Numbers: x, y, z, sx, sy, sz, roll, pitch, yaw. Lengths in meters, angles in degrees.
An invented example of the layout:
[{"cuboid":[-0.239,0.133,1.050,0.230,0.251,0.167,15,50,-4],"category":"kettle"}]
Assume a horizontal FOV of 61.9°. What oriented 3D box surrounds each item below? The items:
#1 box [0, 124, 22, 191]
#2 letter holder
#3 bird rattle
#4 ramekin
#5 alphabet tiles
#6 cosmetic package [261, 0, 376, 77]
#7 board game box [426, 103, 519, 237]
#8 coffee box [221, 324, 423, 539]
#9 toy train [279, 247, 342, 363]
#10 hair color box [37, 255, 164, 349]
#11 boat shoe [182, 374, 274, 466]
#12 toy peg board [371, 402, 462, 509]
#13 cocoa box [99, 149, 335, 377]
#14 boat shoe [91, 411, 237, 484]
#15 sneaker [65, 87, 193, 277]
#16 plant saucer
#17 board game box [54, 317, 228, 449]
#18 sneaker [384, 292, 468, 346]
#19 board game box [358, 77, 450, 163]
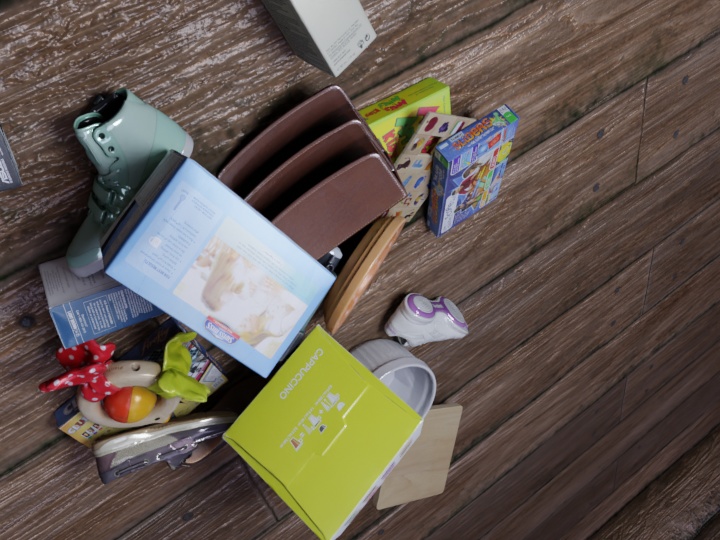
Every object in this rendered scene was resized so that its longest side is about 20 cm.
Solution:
[{"cuboid":[-0.418,-0.150,0.529,0.157,0.043,0.204,-22,130,-24],"category":"box"},{"cuboid":[-0.066,-0.108,0.745,0.198,0.102,0.142,-34,130,13],"category":"letter holder"},{"cuboid":[-0.292,0.152,0.752,0.196,0.114,0.165,-3,138,-32],"category":"bird rattle"},{"cuboid":[0.031,0.220,1.089,0.196,0.105,0.204,-20,131,-25],"category":"ramekin"},{"cuboid":[0.095,-0.145,0.895,0.165,0.008,0.201,-9,144,-48],"category":"alphabet tiles"},{"cuboid":[-0.072,-0.318,0.638,0.071,0.105,0.201,-43,137,-5],"category":"cosmetic package"},{"cuboid":[0.170,-0.149,0.939,0.134,0.035,0.201,-33,155,-15],"category":"board game box"},{"cuboid":[-0.045,0.237,0.868,0.200,0.199,0.198,-48,164,-12],"category":"coffee box"},{"cuboid":[-0.095,0.031,0.846,0.084,0.114,0.202,29,100,-33],"category":"toy train"},{"cuboid":[-0.266,0.008,0.716,0.196,0.100,0.062,-21,130,-24],"category":"hair color box"},{"cuboid":[-0.209,0.232,0.945,0.197,0.071,0.070,-28,171,-31],"category":"boat shoe"},{"cuboid":[0.098,0.370,1.271,0.196,0.097,0.205,4,102,-40],"category":"toy peg board"},{"cuboid":[-0.150,-0.009,0.632,0.199,0.131,0.135,39,85,-28],"category":"cocoa box"},{"cuboid":[-0.266,0.243,0.837,0.195,0.072,0.067,-8,85,-28],"category":"boat shoe"},{"cuboid":[-0.282,-0.099,0.646,0.203,0.073,0.118,-56,143,-5],"category":"sneaker"},{"cuboid":[0.000,0.000,0.894,0.203,0.037,0.200,-57,175,-7],"category":"plant saucer"},{"cuboid":[-0.303,0.176,0.851,0.199,0.035,0.137,-39,135,-9],"category":"board game box"},{"cuboid":[0.122,0.097,1.114,0.197,0.076,0.100,17,127,-43],"category":"sneaker"},{"cuboid":[0.040,-0.185,0.855,0.197,0.048,0.103,-29,133,-18],"category":"board game box"}]
